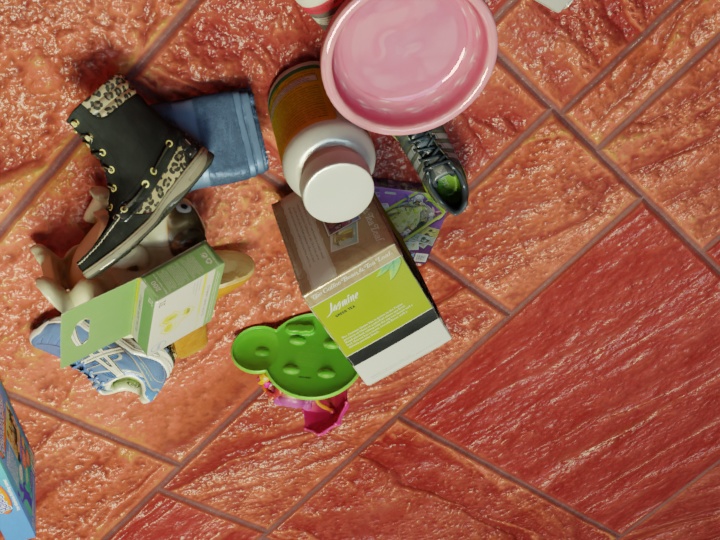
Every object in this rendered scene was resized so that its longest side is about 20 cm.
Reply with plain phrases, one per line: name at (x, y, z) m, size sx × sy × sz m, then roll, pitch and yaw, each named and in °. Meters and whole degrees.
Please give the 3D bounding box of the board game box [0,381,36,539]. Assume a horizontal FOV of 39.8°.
board game box at (-0.506, 0.261, 1.398) m, size 0.045 × 0.153 × 0.201 m, roll -12°, pitch 131°, yaw -9°

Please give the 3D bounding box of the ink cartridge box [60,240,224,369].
ink cartridge box at (-0.265, 0.057, 1.211) m, size 0.199 × 0.048 × 0.146 m, roll -32°, pitch 162°, yaw -31°

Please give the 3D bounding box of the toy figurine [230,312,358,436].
toy figurine at (-0.089, 0.177, 1.511) m, size 0.198 × 0.151 × 0.185 m, roll 4°, pitch 141°, yaw 5°

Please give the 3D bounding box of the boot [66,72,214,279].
boot at (-0.285, -0.108, 1.131) m, size 0.154 × 0.073 × 0.204 m, roll 45°, pitch 77°, yaw -11°

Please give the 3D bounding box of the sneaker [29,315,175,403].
sneaker at (-0.357, 0.120, 1.356) m, size 0.198 × 0.078 × 0.076 m, roll 16°, pitch 145°, yaw -5°

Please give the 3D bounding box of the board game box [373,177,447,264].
board game box at (0.021, -0.072, 1.397) m, size 0.198 × 0.032 × 0.121 m, roll 6°, pitch 129°, yaw -24°

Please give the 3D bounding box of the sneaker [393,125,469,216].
sneaker at (0.094, -0.157, 1.307) m, size 0.074 × 0.081 × 0.201 m, roll -33°, pitch 120°, yaw 7°

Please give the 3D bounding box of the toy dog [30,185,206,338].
toy dog at (-0.286, -0.016, 1.252) m, size 0.200 × 0.140 × 0.194 m, roll -39°, pitch 114°, yaw 1°

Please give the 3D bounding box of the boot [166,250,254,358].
boot at (-0.230, 0.054, 1.391) m, size 0.199 × 0.071 × 0.145 m, roll -16°, pitch 137°, yaw 0°

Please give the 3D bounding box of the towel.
towel at (-0.216, -0.151, 1.206) m, size 0.198 × 0.049 × 0.113 m, roll -13°, pitch 97°, yaw -13°

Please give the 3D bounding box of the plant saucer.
plant saucer at (0.051, -0.245, 1.098) m, size 0.198 × 0.051 × 0.202 m, roll -7°, pitch 135°, yaw -7°

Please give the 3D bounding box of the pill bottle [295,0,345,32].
pill bottle at (0.019, -0.295, 1.155) m, size 0.110 × 0.111 × 0.200 m, roll -39°, pitch 130°, yaw 14°

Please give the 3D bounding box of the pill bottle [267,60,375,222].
pill bottle at (-0.044, -0.152, 1.186) m, size 0.111 × 0.201 × 0.114 m, roll -8°, pitch 134°, yaw -9°

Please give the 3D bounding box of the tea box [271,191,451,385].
tea box at (0.000, 0.000, 1.296) m, size 0.133 × 0.201 × 0.197 m, roll -29°, pitch 130°, yaw 5°

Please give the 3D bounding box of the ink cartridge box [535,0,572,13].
ink cartridge box at (0.188, -0.410, 1.138) m, size 0.199 × 0.085 × 0.145 m, roll 20°, pitch 120°, yaw -31°
